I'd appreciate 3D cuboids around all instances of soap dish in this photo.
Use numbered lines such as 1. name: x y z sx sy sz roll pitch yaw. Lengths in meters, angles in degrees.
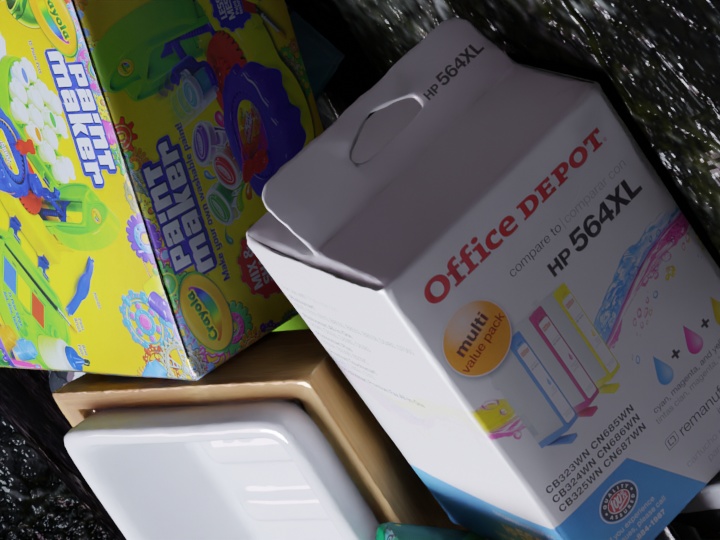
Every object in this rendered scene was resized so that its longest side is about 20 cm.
1. soap dish: -0.031 0.113 1.235 0.157 0.081 0.201 -5 129 38

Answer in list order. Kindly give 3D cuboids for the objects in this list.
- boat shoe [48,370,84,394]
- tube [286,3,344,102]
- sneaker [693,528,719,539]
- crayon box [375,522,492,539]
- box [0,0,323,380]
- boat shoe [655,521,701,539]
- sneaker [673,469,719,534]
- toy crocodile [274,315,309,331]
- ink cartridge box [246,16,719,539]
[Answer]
1. boat shoe: -0.107 0.042 1.448 0.074 0.063 0.200 28 -165 24
2. tube: -0.070 -0.056 1.326 0.077 0.050 0.201 38 130 15
3. sneaker: 0.138 0.161 1.341 0.200 0.071 0.081 -172 85 -67
4. crayon box: 0.111 0.163 1.139 0.199 0.059 0.119 8 -170 -17
5. box: -0.128 -0.067 1.235 0.192 0.122 0.201 2 115 45
6. boat shoe: 0.089 0.102 1.228 0.200 0.073 0.063 48 -168 -2
7. sneaker: 0.187 0.114 1.128 0.099 0.071 0.200 55 160 -11
8. toy crocodile: 0.004 0.010 1.297 0.199 0.062 0.068 -22 118 37
9. ink cartridge box: 0.060 0.009 1.101 0.200 0.129 0.125 53 164 -27
